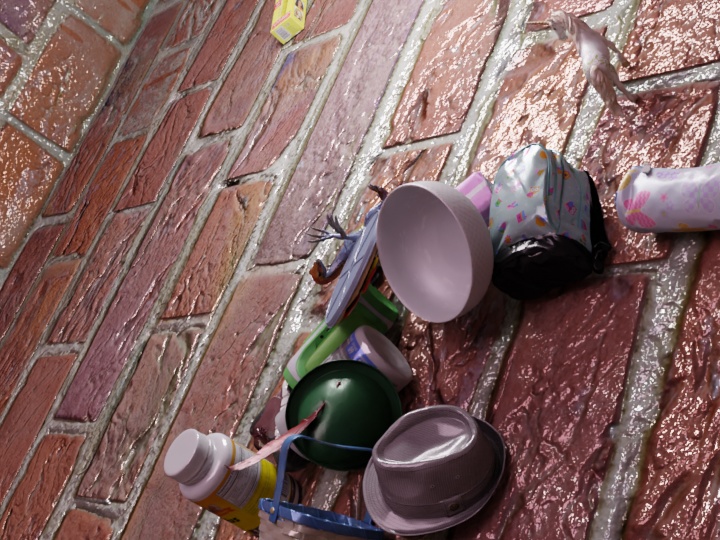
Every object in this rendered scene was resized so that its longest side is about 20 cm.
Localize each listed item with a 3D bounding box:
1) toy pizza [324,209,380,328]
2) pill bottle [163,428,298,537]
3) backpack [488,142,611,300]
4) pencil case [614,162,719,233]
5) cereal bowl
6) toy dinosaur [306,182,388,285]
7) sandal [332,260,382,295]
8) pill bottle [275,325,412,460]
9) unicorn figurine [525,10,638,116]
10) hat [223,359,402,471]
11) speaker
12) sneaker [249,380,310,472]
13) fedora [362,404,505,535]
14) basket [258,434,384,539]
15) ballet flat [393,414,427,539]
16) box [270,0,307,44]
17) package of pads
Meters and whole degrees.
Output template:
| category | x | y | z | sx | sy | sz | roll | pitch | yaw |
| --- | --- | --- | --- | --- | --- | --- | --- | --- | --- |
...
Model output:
| category | x | y | z | sx | sy | sz | roll | pitch | yaw |
| --- | --- | --- | --- | --- | --- | --- | --- | --- | --- |
| toy pizza | 0.000 | 0.000 | 1.761 | 0.200 | 0.032 | 0.201 | -155 | 90 | -83 |
| pill bottle | -0.196 | 0.318 | 1.748 | 0.109 | 0.200 | 0.109 | -34 | 35 | 28 |
| backpack | 0.254 | -0.075 | 1.609 | 0.167 | 0.127 | 0.200 | -20 | 49 | 40 |
| pencil case | 0.419 | -0.094 | 1.453 | 0.200 | 0.083 | 0.091 | 1 | 81 | 53 |
| cereal bowl | 0.115 | -0.033 | 1.621 | 0.083 | 0.201 | 0.200 | -19 | 11 | -35 |
| toy dinosaur | 0.001 | -0.047 | 1.875 | 0.105 | 0.200 | 0.182 | 49 | -117 | -78 |
| sandal | 0.006 | 0.009 | 1.933 | 0.057 | 0.080 | 0.201 | 10 | 60 | 21 |
| pill bottle | -0.028 | 0.187 | 1.741 | 0.200 | 0.114 | 0.114 | -45 | 32 | 13 |
| unicorn figurine | 0.347 | -0.319 | 1.728 | 0.074 | 0.137 | 0.200 | -44 | 31 | 15 |
| hat | -0.044 | 0.235 | 1.602 | 0.200 | 0.166 | 0.176 | -43 | 4 | 13 |
| speaker | -0.032 | 0.116 | 1.845 | 0.200 | 0.088 | 0.088 | -48 | 31 | 8 |
| sneaker | -0.130 | 0.271 | 1.847 | 0.116 | 0.076 | 0.200 | -43 | 21 | 25 |
| fedora | 0.085 | 0.241 | 1.490 | 0.200 | 0.090 | 0.177 | -16 | 44 | 9 |
| basket | -0.049 | 0.331 | 1.572 | 0.139 | 0.176 | 0.201 | -3 | 75 | 53 |
| ballet flat | 0.067 | 0.291 | 1.574 | 0.065 | 0.070 | 0.200 | 118 | 166 | -44 |
| box | -0.173 | -0.646 | 2.846 | 0.075 | 0.050 | 0.200 | -31 | 38 | 31 |
| package of pads | 0.145 | -0.052 | 1.742 | 0.200 | 0.120 | 0.076 | -41 | 53 | 19 |
